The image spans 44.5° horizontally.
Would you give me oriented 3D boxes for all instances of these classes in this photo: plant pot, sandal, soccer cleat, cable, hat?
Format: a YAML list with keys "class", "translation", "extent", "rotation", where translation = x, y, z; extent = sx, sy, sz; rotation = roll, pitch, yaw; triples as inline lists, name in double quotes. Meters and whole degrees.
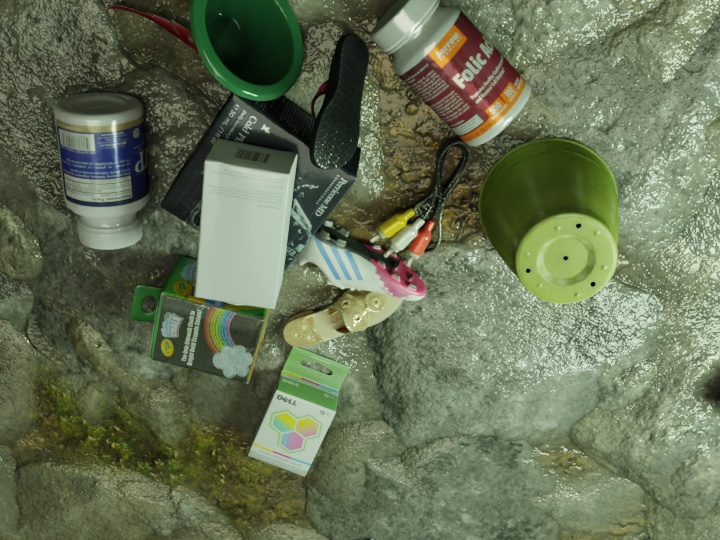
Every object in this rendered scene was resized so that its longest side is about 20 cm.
- class: "plant pot"
  translation: [0.265, -0.054, 1.193]
  extent: [0.200, 0.193, 0.201]
  rotation: [2, 117, 3]
- class: "sandal"
  translation: [-0.033, -0.217, 1.157]
  extent: [0.045, 0.200, 0.075]
  rotation: [-5, 153, 37]
- class: "soccer cleat"
  translation: [0.000, 0.000, 1.314]
  extent: [0.200, 0.070, 0.086]
  rotation: [30, 122, -4]
- class: "cable"
  translation: [0.106, -0.090, 1.265]
  extent: [0.097, 0.050, 0.200]
  rotation: [32, 115, -16]
- class: "hat"
  translation: [-0.198, -0.303, 1.182]
  extent: [0.176, 0.166, 0.200]
  rotation: [-11, 103, 50]
- class: "sandal"
  translation: [-0.024, 0.078, 1.348]
  extent: [0.212, 0.070, 0.078]
  rotation: [-24, 113, 15]

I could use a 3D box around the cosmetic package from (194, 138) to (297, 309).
- class: "cosmetic package"
  translation: [-0.150, -0.057, 1.149]
  extent: [0.113, 0.081, 0.200]
  rotation: [11, 119, -1]

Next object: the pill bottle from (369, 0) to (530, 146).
- class: "pill bottle"
  translation: [0.115, -0.267, 1.139]
  extent: [0.200, 0.114, 0.114]
  rotation: [42, 112, -16]

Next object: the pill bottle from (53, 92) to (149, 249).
- class: "pill bottle"
  translation: [-0.359, -0.138, 1.235]
  extent: [0.120, 0.120, 0.200]
  rotation: [4, 118, 2]

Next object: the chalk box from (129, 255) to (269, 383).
- class: "chalk box"
  translation: [-0.243, 0.067, 1.330]
  extent: [0.200, 0.124, 0.125]
  rotation: [16, 118, -3]

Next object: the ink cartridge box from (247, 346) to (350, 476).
- class: "ink cartridge box"
  translation: [-0.101, 0.232, 1.437]
  extent: [0.104, 0.059, 0.200]
  rotation: [22, 116, -7]

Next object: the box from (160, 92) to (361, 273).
- class: "box"
  translation: [-0.136, -0.130, 1.223]
  extent: [0.197, 0.124, 0.200]
  rotation: [32, 114, -14]

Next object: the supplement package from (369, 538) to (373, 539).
- class: "supplement package"
  translation: [-0.008, 0.605, 1.587]
  extent: [0.117, 0.117, 0.200]
  rotation: [40, 112, -15]
